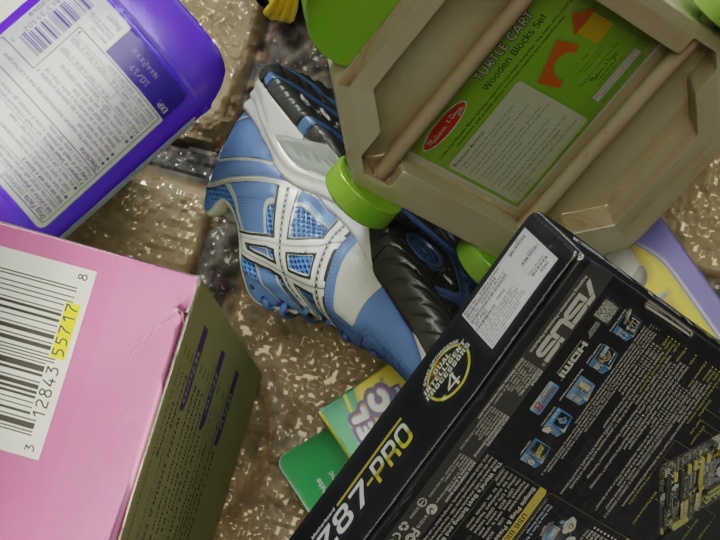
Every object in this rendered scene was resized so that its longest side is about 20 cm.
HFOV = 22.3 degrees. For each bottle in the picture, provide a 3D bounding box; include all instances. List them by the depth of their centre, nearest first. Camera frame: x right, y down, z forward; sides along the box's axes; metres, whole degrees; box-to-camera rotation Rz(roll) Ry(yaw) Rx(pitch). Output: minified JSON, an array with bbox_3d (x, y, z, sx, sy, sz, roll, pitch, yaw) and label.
[{"bbox_3d":[-0.149,-0.043,0.748,0.200,0.065,0.084,-44,91,-9],"label":"bottle"}]

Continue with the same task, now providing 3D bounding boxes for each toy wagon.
[{"bbox_3d":[0.051,-0.077,0.695,0.199,0.040,0.155,27,119,-27],"label":"toy wagon"}]

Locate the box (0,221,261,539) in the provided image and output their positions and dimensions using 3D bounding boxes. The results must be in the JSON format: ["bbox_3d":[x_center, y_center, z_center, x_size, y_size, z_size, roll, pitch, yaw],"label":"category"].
[{"bbox_3d":[-0.118,0.094,0.715,0.096,0.200,0.178,15,79,7],"label":"box"}]

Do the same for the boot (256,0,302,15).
[{"bbox_3d":[-0.037,-0.233,0.850,0.162,0.073,0.199,36,74,8],"label":"boot"}]

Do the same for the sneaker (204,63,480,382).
[{"bbox_3d":[0.000,0.000,0.779,0.077,0.075,0.200,-51,50,19],"label":"sneaker"}]

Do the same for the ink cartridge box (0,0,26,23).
[{"bbox_3d":[-0.194,-0.147,0.810,0.116,0.067,0.202,-21,97,-2],"label":"ink cartridge box"}]

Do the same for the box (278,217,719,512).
[{"bbox_3d":[0.072,0.070,0.789,0.199,0.048,0.118,-35,77,-3],"label":"box"}]

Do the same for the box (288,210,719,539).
[{"bbox_3d":[0.071,0.100,0.711,0.161,0.049,0.201,31,99,-28],"label":"box"}]
